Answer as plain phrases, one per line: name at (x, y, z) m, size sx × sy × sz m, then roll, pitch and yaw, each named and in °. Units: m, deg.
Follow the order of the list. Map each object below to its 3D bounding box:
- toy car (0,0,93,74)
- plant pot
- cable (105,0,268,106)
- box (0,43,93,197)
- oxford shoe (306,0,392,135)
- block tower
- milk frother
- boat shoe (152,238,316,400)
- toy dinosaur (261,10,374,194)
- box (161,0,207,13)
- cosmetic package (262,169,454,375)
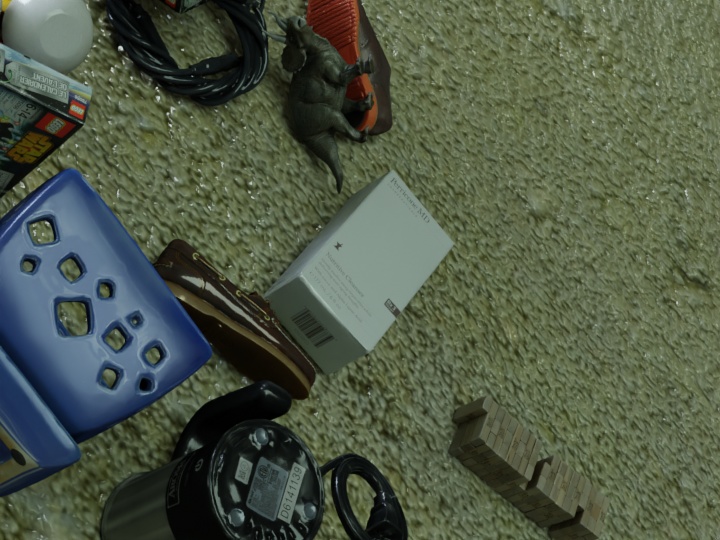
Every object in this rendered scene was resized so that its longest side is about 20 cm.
toy car at (-0.347, -0.205, 1.350) m, size 0.199 × 0.175 × 0.151 m, roll 17°, pitch 97°, yaw -34°
plant pot at (-0.275, 0.066, 1.247) m, size 0.201 × 0.199 × 0.180 m, roll 53°, pitch 53°, yaw -8°
cable at (-0.187, -0.259, 1.571) m, size 0.199 × 0.051 × 0.165 m, roll 20°, pitch 67°, yaw -28°
box at (-0.333, -0.126, 1.275) m, size 0.136 × 0.199 × 0.040 m, roll 24°, pitch 56°, yaw -29°
oxford shoe at (-0.009, -0.247, 1.704) m, size 0.072 × 0.071 × 0.202 m, roll 0°, pitch 78°, yaw -53°
block tower at (0.183, 0.222, 1.655) m, size 0.200 × 0.054 × 0.058 m, roll 41°, pitch 49°, yaw -18°
milk frother at (-0.089, 0.219, 1.334) m, size 0.200 × 0.188 × 0.181 m, roll 47°, pitch 49°, yaw -13°
boat shoe at (-0.117, 0.046, 1.469) m, size 0.200 × 0.070 × 0.071 m, roll 40°, pitch 54°, yaw -20°
toy dinosaur at (-0.040, -0.187, 1.631) m, size 0.077 × 0.101 × 0.202 m, roll -60°, pitch 149°, yaw -61°
box at (-0.204, -0.340, 1.517) m, size 0.199 × 0.040 × 0.137 m, roll 36°, pitch 45°, yaw 21°
cosmetic package at (0.000, 0.000, 1.582) m, size 0.113 × 0.081 × 0.200 m, roll 47°, pitch 49°, yaw -11°
